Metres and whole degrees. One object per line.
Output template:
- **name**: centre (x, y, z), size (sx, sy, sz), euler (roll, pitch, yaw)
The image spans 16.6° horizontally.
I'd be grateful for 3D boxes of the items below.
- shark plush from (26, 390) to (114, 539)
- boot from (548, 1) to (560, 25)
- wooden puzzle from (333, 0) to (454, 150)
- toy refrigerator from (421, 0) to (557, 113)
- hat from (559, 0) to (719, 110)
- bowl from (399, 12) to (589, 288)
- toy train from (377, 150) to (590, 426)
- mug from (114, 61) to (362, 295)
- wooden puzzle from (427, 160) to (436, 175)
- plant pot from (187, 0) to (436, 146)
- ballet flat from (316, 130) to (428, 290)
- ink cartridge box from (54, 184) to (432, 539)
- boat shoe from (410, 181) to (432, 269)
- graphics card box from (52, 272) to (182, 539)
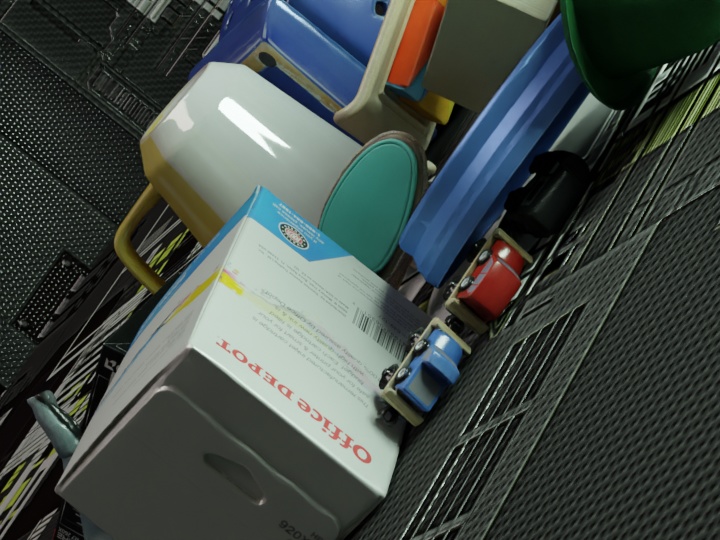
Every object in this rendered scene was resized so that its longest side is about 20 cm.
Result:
- **shark plush**: centre (-0.158, 0.172, 1.537), size (0.083, 0.202, 0.091), euler (-21, 10, -23)
- **boot**: centre (0.149, -0.171, 1.729), size (0.188, 0.068, 0.200), euler (-43, 21, 18)
- **wooden puzzle**: centre (0.056, -0.174, 1.720), size (0.201, 0.037, 0.185), euler (-66, -16, 0)
- **toy refrigerator**: centre (0.088, -0.170, 1.586), size (0.200, 0.070, 0.076), euler (105, -171, -75)
- **hat**: centre (0.218, -0.171, 1.397), size (0.175, 0.167, 0.200), euler (1, 38, 28)
- **bowl**: centre (0.092, -0.080, 1.520), size (0.201, 0.039, 0.201), euler (-53, -4, -6)
- **toy train**: centre (0.074, 0.010, 1.450), size (0.201, 0.034, 0.046), euler (-54, 23, -16)
- **mug**: centre (-0.098, -0.064, 1.887), size (0.187, 0.153, 0.149), euler (-50, 10, -12)
- **wooden puzzle**: centre (-0.025, 0.006, 1.884), size (0.200, 0.046, 0.185), euler (-50, 9, -14)
- **plant pot**: centre (-0.014, -0.176, 2.011), size (0.200, 0.200, 0.180), euler (-33, 22, 57)
- **ballet flat**: centre (0.000, 0.000, 1.618), size (0.067, 0.068, 0.201), euler (-7, -55, -63)
- **ink cartridge box**: centre (-0.066, 0.082, 1.490), size (0.145, 0.147, 0.200), euler (-46, 11, 28)
- **boat shoe**: centre (0.035, -0.046, 1.706), size (0.063, 0.073, 0.200), euler (-35, 11, -14)
- **graphics card box**: centre (-0.168, 0.114, 1.875), size (0.125, 0.051, 0.201), euler (-46, -22, -55)
